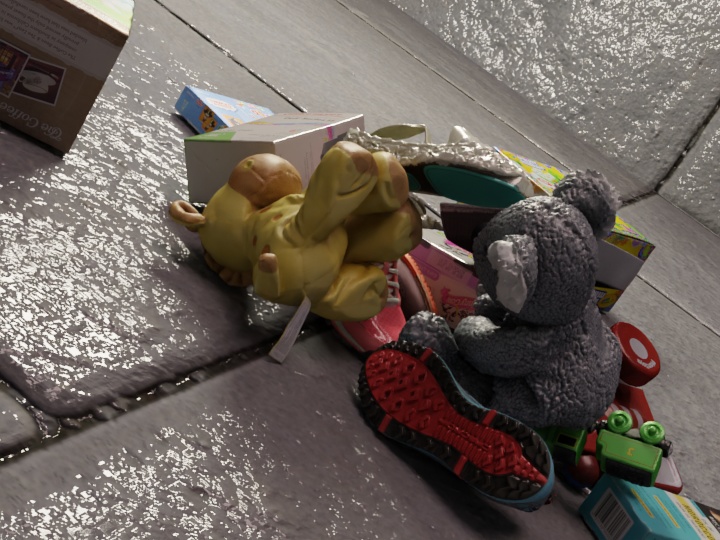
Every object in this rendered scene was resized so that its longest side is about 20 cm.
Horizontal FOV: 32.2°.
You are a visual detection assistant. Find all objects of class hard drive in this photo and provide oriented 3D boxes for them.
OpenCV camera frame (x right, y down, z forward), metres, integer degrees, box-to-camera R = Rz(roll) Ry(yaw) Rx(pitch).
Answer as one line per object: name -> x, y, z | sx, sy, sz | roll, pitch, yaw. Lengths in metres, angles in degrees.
hard drive -> 0.182, -0.022, 1.264 | 0.134, 0.043, 0.199 | 8, -9, 45

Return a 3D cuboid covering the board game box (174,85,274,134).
board game box -> -0.104, -0.134, 1.446 | 0.200, 0.037, 0.151 | 46, 21, 30

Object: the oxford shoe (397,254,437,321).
oxford shoe -> 0.000, 0.000, 1.267 | 0.072, 0.072, 0.200 | -25, 59, -34

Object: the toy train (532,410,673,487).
toy train -> 0.178, 0.141, 1.115 | 0.198, 0.057, 0.042 | 16, -33, 22

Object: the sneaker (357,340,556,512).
sneaker -> 0.077, 0.138, 1.036 | 0.200, 0.079, 0.096 | 38, -10, 32

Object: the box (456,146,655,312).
box -> 0.267, -0.056, 1.738 | 0.199, 0.123, 0.193 | 11, 28, -48

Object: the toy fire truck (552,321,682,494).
toy fire truck -> 0.224, 0.138, 1.220 | 0.199, 0.112, 0.169 | 18, 42, -37

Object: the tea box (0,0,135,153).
tea box -> -0.328, -0.238, 1.173 | 0.199, 0.134, 0.197 | 27, 20, -20

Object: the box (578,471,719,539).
box -> 0.296, 0.247, 1.128 | 0.199, 0.049, 0.082 | 22, 21, -31

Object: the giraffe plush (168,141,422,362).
giraffe plush -> -0.068, -0.035, 1.094 | 0.161, 0.200, 0.173 | 27, -24, 38

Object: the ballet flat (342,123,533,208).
ballet flat -> 0.062, -0.101, 1.116 | 0.198, 0.073, 0.072 | 7, 6, 26

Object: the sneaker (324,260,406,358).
sneaker -> 0.004, -0.006, 1.166 | 0.073, 0.087, 0.201 | 4, 51, -39

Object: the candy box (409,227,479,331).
candy box -> 0.137, 0.023, 1.360 | 0.167, 0.072, 0.199 | 32, 14, 31

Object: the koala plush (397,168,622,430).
koala plush -> 0.149, 0.018, 1.057 | 0.183, 0.201, 0.177 | 34, 49, 28

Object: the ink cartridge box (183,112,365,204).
ink cartridge box -> -0.071, -0.118, 1.264 | 0.116, 0.068, 0.199 | 5, 18, 32

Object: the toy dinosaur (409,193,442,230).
toy dinosaur -> 0.047, -0.066, 1.449 | 0.102, 0.077, 0.201 | 42, 20, -31
